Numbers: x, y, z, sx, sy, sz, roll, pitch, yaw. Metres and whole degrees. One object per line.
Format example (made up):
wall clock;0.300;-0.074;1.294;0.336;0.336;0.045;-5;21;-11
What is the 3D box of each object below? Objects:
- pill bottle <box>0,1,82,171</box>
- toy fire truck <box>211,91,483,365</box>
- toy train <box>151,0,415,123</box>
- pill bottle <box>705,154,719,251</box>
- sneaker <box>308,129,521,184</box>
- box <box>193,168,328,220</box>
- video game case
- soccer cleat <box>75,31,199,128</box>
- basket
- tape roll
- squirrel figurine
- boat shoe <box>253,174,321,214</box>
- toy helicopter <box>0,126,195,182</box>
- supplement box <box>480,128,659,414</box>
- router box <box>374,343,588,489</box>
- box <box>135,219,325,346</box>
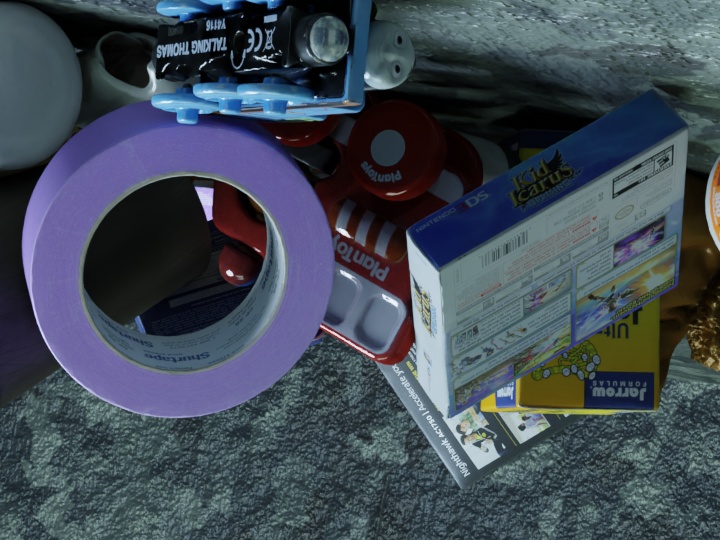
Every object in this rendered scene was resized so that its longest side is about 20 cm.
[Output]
pill bottle;-0.291;-0.126;1.748;0.116;0.117;0.199;14;172;-36
toy fire truck;-0.021;-0.048;1.706;0.199;0.169;0.112;29;-179;21
toy train;-0.048;-0.132;1.506;0.114;0.087;0.200;4;178;-33
pill bottle;0.302;-0.050;1.553;0.113;0.115;0.200;11;173;-11
sneaker;0.024;-0.081;1.791;0.107;0.068;0.201;14;-174;-34
box;-0.049;-0.069;1.960;0.199;0.039;0.137;6;-155;28
video game case;0.126;-0.009;1.658;0.046;0.199;0.182;51;162;32
soccer cleat;-0.172;-0.139;1.744;0.199;0.069;0.078;13;148;49
basket;-0.215;-0.007;1.732;0.199;0.137;0.180;-27;-137;-26
tape roll;-0.120;-0.008;1.618;0.199;0.201;0.066;11;-164;-17
squirrel figurine;0.249;0.024;1.956;0.199;0.188;0.142;10;173;-6
boat shoe;0.002;-0.013;1.791;0.199;0.072;0.065;24;-166;4
toy helicopter;-0.226;-0.092;1.848;0.132;0.079;0.200;16;-152;39
supplement box;0.153;0.004;1.809;0.109;0.201;0.109;2;175;-12
router box;0.086;0.047;1.912;0.149;0.201;0.051;-32;-177;23
box;-0.102;0.026;1.788;0.120;0.033;0.200;-17;-149;-8
